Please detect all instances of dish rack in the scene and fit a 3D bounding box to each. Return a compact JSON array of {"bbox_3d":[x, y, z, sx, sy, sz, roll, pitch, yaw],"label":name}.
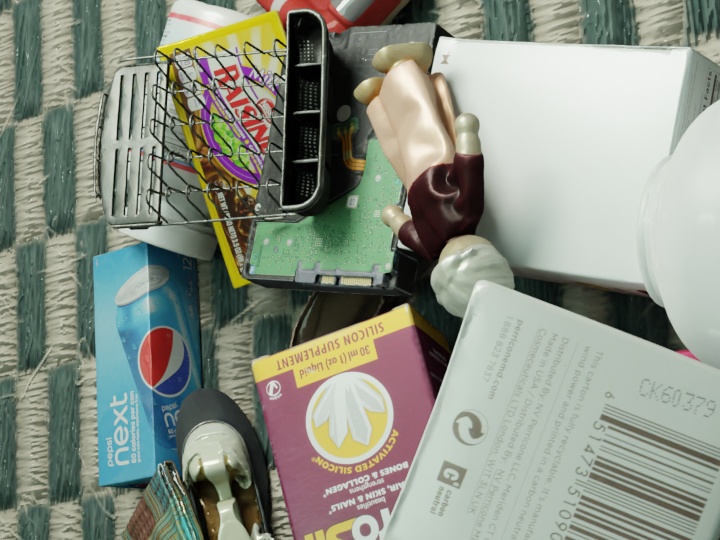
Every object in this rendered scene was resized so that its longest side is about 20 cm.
[{"bbox_3d":[-0.113,-0.105,1.170,0.200,0.055,0.154,-4,73,18],"label":"dish rack"}]

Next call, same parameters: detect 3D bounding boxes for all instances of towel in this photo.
[{"bbox_3d":[-0.140,0.270,1.251,0.200,0.022,0.147,64,146,25],"label":"towel"}]

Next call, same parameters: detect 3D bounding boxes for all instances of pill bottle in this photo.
[{"bbox_3d":[-0.132,-0.116,1.307,0.109,0.109,0.200,20,93,38],"label":"pill bottle"}]

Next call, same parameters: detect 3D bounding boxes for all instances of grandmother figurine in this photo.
[{"bbox_3d":[0.053,-0.057,1.038,0.121,0.060,0.200,114,144,-55],"label":"grandmother figurine"}]

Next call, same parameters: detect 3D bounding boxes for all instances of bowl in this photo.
[{"bbox_3d":[0.229,-0.022,0.953,0.090,0.201,0.201,3,83,36],"label":"bowl"}]

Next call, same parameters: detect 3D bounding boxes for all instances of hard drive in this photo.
[{"bbox_3d":[-0.008,-0.083,1.169,0.140,0.038,0.200,2,75,36],"label":"hard drive"}]

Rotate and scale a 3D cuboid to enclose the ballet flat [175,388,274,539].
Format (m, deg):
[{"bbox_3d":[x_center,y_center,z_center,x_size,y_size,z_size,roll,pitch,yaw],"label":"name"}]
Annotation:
[{"bbox_3d":[-0.105,0.181,1.248,0.073,0.073,0.200,-26,68,31],"label":"ballet flat"}]

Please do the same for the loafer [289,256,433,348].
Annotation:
[{"bbox_3d":[0.000,0.000,1.206,0.073,0.071,0.200,42,107,35],"label":"loafer"}]

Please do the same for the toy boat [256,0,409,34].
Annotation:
[{"bbox_3d":[-0.052,-0.271,1.255,0.131,0.131,0.200,-47,57,9],"label":"toy boat"}]

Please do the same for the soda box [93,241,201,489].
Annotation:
[{"bbox_3d":[-0.180,0.082,1.332,0.068,0.064,0.200,-14,73,35],"label":"soda box"}]

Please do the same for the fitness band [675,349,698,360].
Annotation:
[{"bbox_3d":[0.192,0.141,1.006,0.200,0.037,0.144,-38,81,5],"label":"fitness band"}]

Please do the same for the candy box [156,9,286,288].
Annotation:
[{"bbox_3d":[-0.083,-0.096,1.243,0.102,0.026,0.200,-18,93,-4],"label":"candy box"}]

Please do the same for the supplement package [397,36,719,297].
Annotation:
[{"bbox_3d":[0.148,-0.069,1.083,0.200,0.111,0.156,9,86,39],"label":"supplement package"}]

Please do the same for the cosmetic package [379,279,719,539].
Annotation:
[{"bbox_3d":[0.124,0.116,0.903,0.165,0.200,0.165,21,88,12],"label":"cosmetic package"}]

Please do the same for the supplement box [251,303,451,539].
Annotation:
[{"bbox_3d":[0.015,0.145,1.127,0.131,0.103,0.200,-21,68,13],"label":"supplement box"}]
